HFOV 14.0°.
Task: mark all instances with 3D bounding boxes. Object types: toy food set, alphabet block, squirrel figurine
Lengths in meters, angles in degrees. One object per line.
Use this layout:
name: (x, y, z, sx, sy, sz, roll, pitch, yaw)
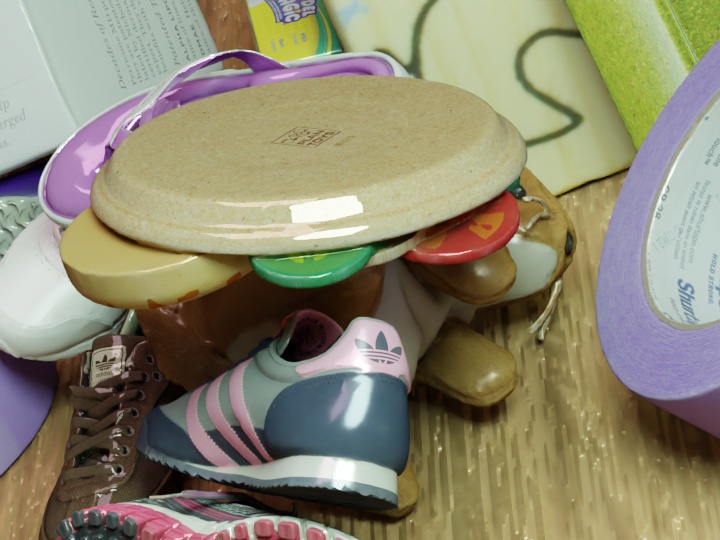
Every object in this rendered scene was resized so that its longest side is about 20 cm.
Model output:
toy food set: (-0.021, -0.036, 1.279, 0.198, 0.049, 0.200, 0, 21, 17)
alphabet block: (0.077, -0.170, 1.543, 0.195, 0.200, 0.196, -21, 30, 8)
squirrel figurine: (0.000, 0.000, 1.402, 0.200, 0.142, 0.187, 8, 37, 40)

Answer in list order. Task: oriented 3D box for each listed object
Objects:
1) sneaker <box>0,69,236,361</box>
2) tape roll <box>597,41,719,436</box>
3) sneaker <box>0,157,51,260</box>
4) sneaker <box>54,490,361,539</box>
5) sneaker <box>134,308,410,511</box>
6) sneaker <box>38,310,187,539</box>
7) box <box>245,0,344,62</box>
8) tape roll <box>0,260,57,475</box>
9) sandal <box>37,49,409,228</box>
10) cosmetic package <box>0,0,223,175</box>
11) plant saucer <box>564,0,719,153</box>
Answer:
sneaker: (-0.122, -0.039, 1.501, 0.078, 0.099, 0.200, 36, 63, 17)
tape roll: (0.189, -0.023, 1.257, 0.200, 0.066, 0.200, -46, 28, 33)
sneaker: (-0.149, -0.040, 1.647, 0.200, 0.070, 0.100, -15, 24, 8)
sneaker: (-0.042, 0.131, 1.284, 0.200, 0.081, 0.075, 12, 18, 36)
sneaker: (-0.034, 0.059, 1.294, 0.200, 0.070, 0.082, 1, 79, 58)
sneaker: (-0.122, 0.074, 1.428, 0.070, 0.076, 0.200, -11, 32, 22)
box: (-0.031, -0.107, 1.604, 0.048, 0.117, 0.200, -15, 30, -3)
tape roll: (-0.265, 0.068, 1.554, 0.200, 0.066, 0.200, -18, 30, 11)
sandal: (-0.072, -0.075, 1.415, 0.202, 0.050, 0.083, -15, 50, 20)
cosmetic package: (-0.212, -0.143, 1.669, 0.165, 0.165, 0.200, -21, 6, 26)
plant saucer: (0.205, -0.144, 1.404, 0.200, 0.200, 0.048, -28, 9, -5)
